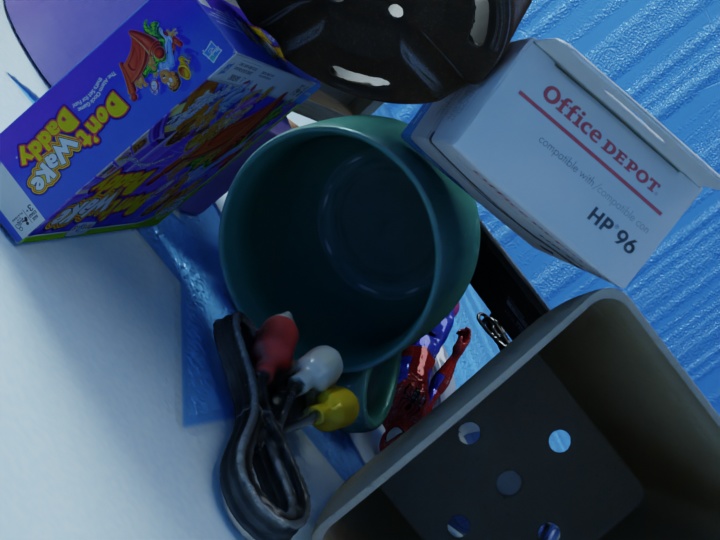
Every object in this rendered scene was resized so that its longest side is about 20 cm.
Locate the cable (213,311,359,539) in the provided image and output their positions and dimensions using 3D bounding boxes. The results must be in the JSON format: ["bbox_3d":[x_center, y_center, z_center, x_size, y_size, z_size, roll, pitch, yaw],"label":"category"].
[{"bbox_3d":[-0.043,0.067,0.644,0.097,0.050,0.200,50,9,-6],"label":"cable"}]

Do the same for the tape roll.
[{"bbox_3d":[-0.141,-0.143,0.845,0.200,0.085,0.200,49,10,-12],"label":"tape roll"}]

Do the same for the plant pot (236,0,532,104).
[{"bbox_3d":[0.034,-0.207,0.632,0.200,0.199,0.199,46,50,-29],"label":"plant pot"}]

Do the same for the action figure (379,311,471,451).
[{"bbox_3d":[0.044,0.045,0.895,0.065,0.052,0.201,33,57,-26],"label":"action figure"}]

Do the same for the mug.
[{"bbox_3d":[-0.006,-0.010,0.803,0.152,0.186,0.114,34,23,13],"label":"mug"}]

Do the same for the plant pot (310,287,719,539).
[{"bbox_3d":[0.101,0.140,0.695,0.200,0.200,0.177,51,-3,-6],"label":"plant pot"}]

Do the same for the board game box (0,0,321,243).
[{"bbox_3d":[-0.102,-0.078,0.644,0.045,0.134,0.200,52,10,2],"label":"board game box"}]

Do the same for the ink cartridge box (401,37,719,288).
[{"bbox_3d":[0.098,-0.058,0.648,0.116,0.068,0.200,38,1,-10],"label":"ink cartridge box"}]

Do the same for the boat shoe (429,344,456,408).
[{"bbox_3d":[0.001,0.039,0.943,0.065,0.074,0.201,-19,74,-47],"label":"boat shoe"}]

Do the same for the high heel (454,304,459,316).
[{"bbox_3d":[0.018,-0.027,1.184,0.200,0.067,0.096,48,0,6],"label":"high heel"}]

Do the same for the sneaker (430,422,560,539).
[{"bbox_3d":[0.105,0.162,0.864,0.077,0.076,0.200,25,-6,35],"label":"sneaker"}]

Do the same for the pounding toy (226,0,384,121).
[{"bbox_3d":[-0.023,-0.202,0.893,0.143,0.184,0.200,56,19,20],"label":"pounding toy"}]

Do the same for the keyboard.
[{"bbox_3d":[0.114,0.041,0.846,0.201,0.021,0.127,56,-16,22],"label":"keyboard"}]

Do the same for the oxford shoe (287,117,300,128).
[{"bbox_3d":[-0.115,-0.175,1.124,0.201,0.071,0.071,55,12,24],"label":"oxford shoe"}]
